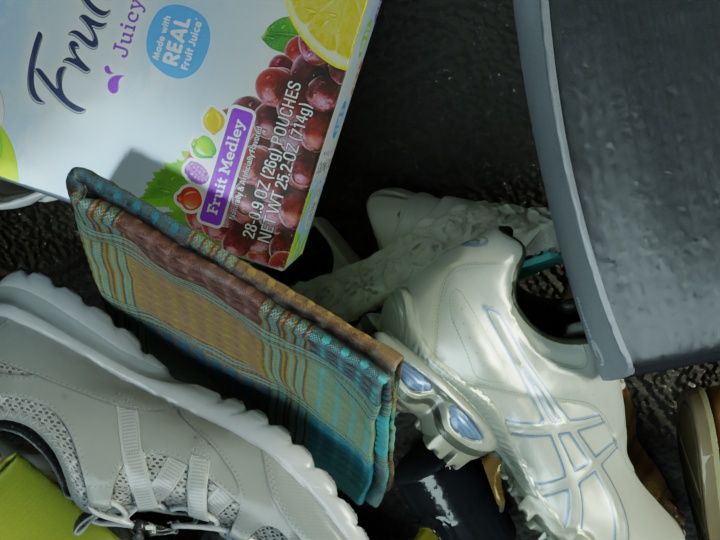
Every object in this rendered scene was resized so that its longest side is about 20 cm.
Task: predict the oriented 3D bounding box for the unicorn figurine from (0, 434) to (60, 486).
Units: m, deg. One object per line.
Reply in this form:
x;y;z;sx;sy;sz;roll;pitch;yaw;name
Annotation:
-0.122;0.075;0.859;0.137;0.074;0.200;29;161;-14;unicorn figurine

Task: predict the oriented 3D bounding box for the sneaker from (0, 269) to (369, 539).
-0.088;0.087;0.747;0.200;0.082;0.075;32;161;4;sneaker

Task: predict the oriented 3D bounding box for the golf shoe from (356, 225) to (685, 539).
0.093;0.063;0.753;0.097;0.078;0.200;-46;118;5;golf shoe

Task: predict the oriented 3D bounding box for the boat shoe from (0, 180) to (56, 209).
-0.092;-0.076;0.773;0.200;0.069;0.071;-28;109;27;boat shoe

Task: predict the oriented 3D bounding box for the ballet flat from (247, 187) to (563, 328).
0.000;0.000;0.804;0.200;0.072;0.072;-24;113;24;ballet flat

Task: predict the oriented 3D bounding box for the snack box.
-0.076;-0.121;0.699;0.168;0.068;0.200;19;97;3;snack box

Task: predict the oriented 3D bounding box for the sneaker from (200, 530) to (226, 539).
0.002;0.197;0.870;0.201;0.098;0.071;56;152;25;sneaker

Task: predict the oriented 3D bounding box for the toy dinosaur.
0.100;0.056;0.825;0.106;0.060;0.200;-20;123;1;toy dinosaur

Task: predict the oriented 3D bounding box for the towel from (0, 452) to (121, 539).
-0.138;0.171;0.865;0.086;0.018;0.200;-47;129;-8;towel

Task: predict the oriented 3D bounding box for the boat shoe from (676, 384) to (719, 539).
0.196;0.131;0.835;0.068;0.072;0.200;-12;125;7;boat shoe

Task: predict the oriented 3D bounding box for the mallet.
0.002;0.153;0.822;0.041;0.200;0.066;-15;108;46;mallet

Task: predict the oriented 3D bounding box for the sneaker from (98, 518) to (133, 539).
-0.177;0.179;0.953;0.200;0.090;0.078;-34;65;35;sneaker

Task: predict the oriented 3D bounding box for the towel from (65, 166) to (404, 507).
-0.049;0.035;0.715;0.146;0.022;0.200;30;163;9;towel

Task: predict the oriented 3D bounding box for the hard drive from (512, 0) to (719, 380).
0.135;-0.061;0.691;0.135;0.042;0.200;-11;96;8;hard drive
